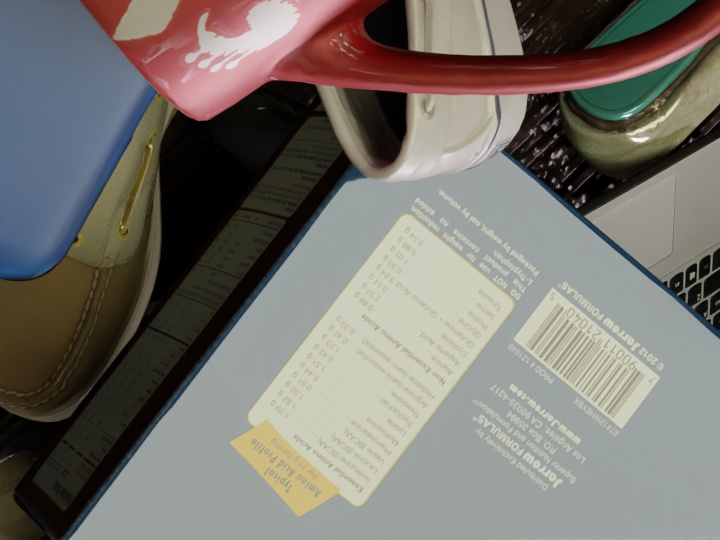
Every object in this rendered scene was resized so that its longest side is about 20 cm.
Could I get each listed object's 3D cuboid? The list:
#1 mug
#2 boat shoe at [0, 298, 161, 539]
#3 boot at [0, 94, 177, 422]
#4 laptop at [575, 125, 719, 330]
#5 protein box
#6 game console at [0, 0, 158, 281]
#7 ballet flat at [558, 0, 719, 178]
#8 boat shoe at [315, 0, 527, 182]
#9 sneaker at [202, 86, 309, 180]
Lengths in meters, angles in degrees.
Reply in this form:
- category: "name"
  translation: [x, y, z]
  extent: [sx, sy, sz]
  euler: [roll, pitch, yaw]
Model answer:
- category: "mug"
  translation: [0.011, -0.127, 0.838]
  extent: [0.200, 0.178, 0.133]
  euler: [-35, 153, 7]
- category: "boat shoe"
  translation: [-0.116, 0.083, 1.147]
  extent: [0.200, 0.065, 0.073]
  euler: [-37, 118, -14]
- category: "boot"
  translation: [-0.121, -0.044, 1.055]
  extent: [0.155, 0.072, 0.200]
  euler: [7, 100, -72]
- category: "laptop"
  translation: [0.144, 0.070, 1.215]
  extent: [0.187, 0.116, 0.200]
  euler: [-29, 130, -41]
- category: "protein box"
  translation: [0.017, 0.069, 1.064]
  extent: [0.198, 0.135, 0.200]
  euler: [39, 84, -13]
- category: "game console"
  translation: [-0.148, -0.126, 0.957]
  extent: [0.200, 0.171, 0.118]
  euler: [28, 133, -15]
- category: "ballet flat"
  translation: [0.161, -0.116, 1.245]
  extent: [0.200, 0.067, 0.062]
  euler: [-40, 148, -7]
- category: "boat shoe"
  translation: [-0.001, -0.126, 0.943]
  extent: [0.065, 0.073, 0.200]
  euler: [-21, 91, -52]
- category: "sneaker"
  translation: [0.000, 0.000, 1.178]
  extent: [0.200, 0.074, 0.089]
  euler: [38, 84, -31]
